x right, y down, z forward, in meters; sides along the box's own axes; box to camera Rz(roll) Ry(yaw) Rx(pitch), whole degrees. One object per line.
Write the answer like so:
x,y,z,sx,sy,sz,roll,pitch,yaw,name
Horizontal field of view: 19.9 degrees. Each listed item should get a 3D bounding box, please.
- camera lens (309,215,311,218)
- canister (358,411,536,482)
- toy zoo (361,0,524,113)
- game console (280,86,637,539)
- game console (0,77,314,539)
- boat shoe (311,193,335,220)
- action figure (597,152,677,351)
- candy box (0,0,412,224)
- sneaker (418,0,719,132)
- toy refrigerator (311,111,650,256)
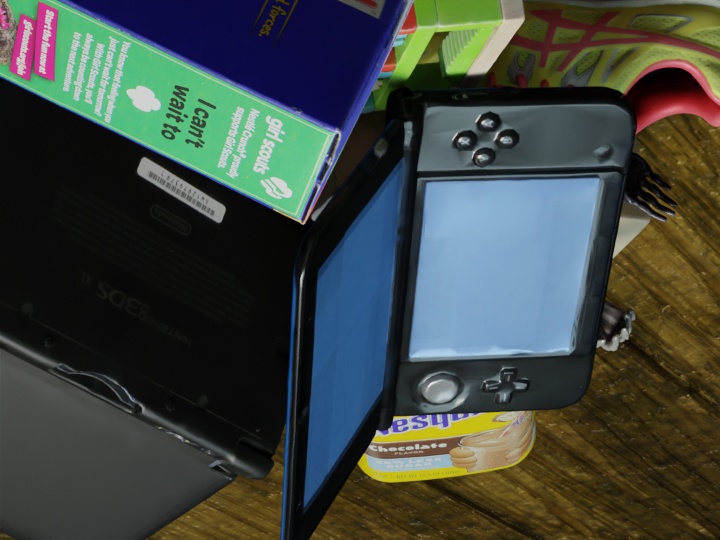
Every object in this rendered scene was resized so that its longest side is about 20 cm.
-0.130,-0.010,1.041,0.159,0.161,0.199,22,-177,-44,camera lens
0.053,0.075,1.429,0.147,0.087,0.200,-8,155,2,canister
-0.038,-0.092,0.907,0.198,0.021,0.131,-6,170,-10,toy zoo
0.045,0.027,0.961,0.169,0.119,0.201,-2,131,-7,game console
-0.134,0.024,0.910,0.199,0.177,0.116,31,161,-36,game console
0.000,0.000,1.128,0.066,0.070,0.200,-30,170,-44,boat shoe
0.088,0.016,1.117,0.119,0.102,0.200,-32,168,-34,action figure
-0.071,-0.141,0.804,0.199,0.170,0.077,25,152,1,candy box
0.111,-0.103,1.087,0.198,0.091,0.078,-9,155,7,sneaker
0.061,-0.054,1.186,0.198,0.077,0.070,5,151,-23,toy refrigerator
